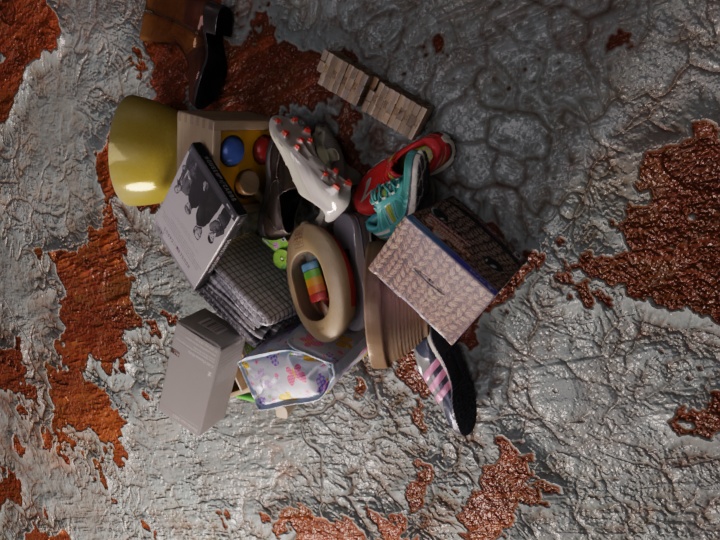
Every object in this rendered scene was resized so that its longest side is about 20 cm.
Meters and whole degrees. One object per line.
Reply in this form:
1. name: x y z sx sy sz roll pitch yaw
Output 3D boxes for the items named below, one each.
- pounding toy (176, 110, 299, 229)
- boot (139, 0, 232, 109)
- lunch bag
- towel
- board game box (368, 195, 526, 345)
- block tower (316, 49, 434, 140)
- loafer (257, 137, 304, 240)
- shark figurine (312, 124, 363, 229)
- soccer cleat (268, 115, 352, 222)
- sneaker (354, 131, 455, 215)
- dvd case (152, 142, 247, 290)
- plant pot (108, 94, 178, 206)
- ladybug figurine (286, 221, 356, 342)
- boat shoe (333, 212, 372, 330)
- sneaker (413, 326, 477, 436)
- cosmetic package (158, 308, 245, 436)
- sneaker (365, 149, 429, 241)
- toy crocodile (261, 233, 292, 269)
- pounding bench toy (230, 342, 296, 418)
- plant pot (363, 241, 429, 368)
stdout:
1. pounding toy: -0.203 -0.165 1.038 0.141 0.183 0.203 22 114 35
2. boot: -0.340 -0.413 1.093 0.198 0.068 0.191 23 114 22
3. lunch bag: -0.086 0.148 1.055 0.198 0.169 0.129 -14 102 32
4. towel: -0.194 0.032 1.084 0.200 0.165 0.086 42 122 13
5. board game box: 0.134 -0.010 0.872 0.159 0.200 0.097 42 119 11
6. block tower: 0.023 -0.279 0.942 0.199 0.058 0.054 36 118 17
7. loafer: -0.118 -0.148 1.004 0.071 0.073 0.203 12 95 41
8. shark figurine: -0.039 -0.133 1.008 0.128 0.088 0.218 23 110 58
9. soccer cleat: -0.090 -0.163 0.938 0.201 0.069 0.078 52 133 20
10. sneaker: 0.055 -0.155 0.941 0.199 0.085 0.078 -35 85 31
11. dvd case: -0.269 -0.084 0.976 0.151 0.025 0.200 55 131 15
12. plant pot: -0.356 -0.215 1.106 0.140 0.200 0.203 5 109 1
13. ladybug figurine: -0.060 0.015 0.984 0.135 0.071 0.203 -16 86 45
14. boat shoe: 0.000 0.000 1.022 0.070 0.069 0.203 -2 96 45
15. sneaker: 0.137 0.183 1.014 0.082 0.070 0.203 -13 95 47
16. cosmetic package: -0.288 0.184 1.079 0.106 0.090 0.202 25 112 17
17. sneaker: 0.052 -0.104 0.892 0.079 0.078 0.201 21 147 2
18. toy crocodile: -0.097 -0.013 1.076 0.200 0.067 0.062 42 113 9
19. pounding bench toy: -0.227 0.208 1.174 0.155 0.124 0.202 -22 93 31
20. plant pot: 0.063 0.052 0.944 0.091 0.201 0.204 -3 104 8
